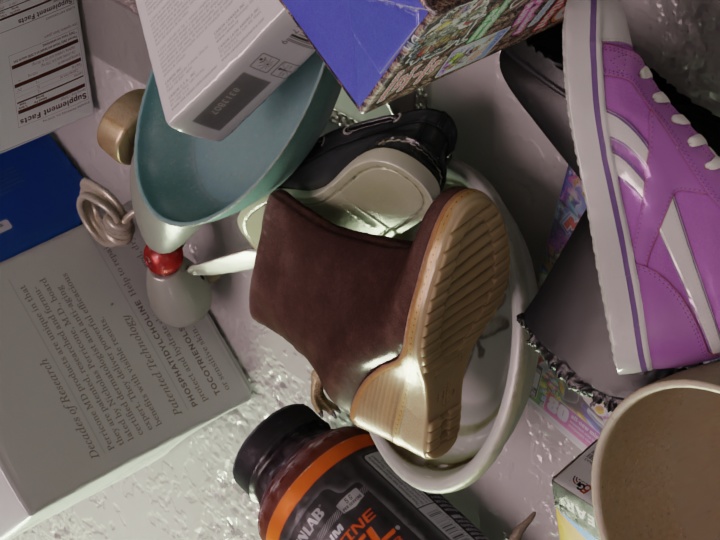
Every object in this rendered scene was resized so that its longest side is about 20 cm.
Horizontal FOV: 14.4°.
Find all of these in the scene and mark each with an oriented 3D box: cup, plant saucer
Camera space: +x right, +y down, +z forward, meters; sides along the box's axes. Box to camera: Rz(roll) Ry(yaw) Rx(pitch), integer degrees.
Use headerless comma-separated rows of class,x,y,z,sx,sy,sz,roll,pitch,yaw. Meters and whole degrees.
cup,0.240,0.118,1.475,0.200,0.143,0.200,29,134,35
plant saucer,0.061,0.032,1.698,0.200,0.050,0.200,-1,89,60
plant saucer,-0.065,-0.114,1.729,0.200,0.036,0.200,-34,43,40

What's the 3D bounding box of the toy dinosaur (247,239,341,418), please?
toy dinosaur,0.006,0.046,1.819,0.200,0.058,0.101,30,119,27

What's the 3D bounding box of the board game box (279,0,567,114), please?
board game box,0.046,-0.199,1.465,0.160,0.200,0.097,55,145,12

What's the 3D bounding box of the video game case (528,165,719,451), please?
video game case,0.158,0.037,1.637,0.143,0.018,0.200,41,139,29

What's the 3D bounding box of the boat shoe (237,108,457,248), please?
boat shoe,-0.005,-0.054,1.706,0.074,0.066,0.199,37,152,-12

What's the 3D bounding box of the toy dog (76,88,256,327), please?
toy dog,-0.108,-0.051,1.879,0.132,0.096,0.200,53,159,9

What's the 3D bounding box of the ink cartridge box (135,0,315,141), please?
ink cartridge box,-0.072,-0.203,1.693,0.163,0.057,0.200,-42,46,33

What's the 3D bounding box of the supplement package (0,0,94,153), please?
supplement package,-0.309,-0.196,1.966,0.191,0.147,0.200,20,126,44

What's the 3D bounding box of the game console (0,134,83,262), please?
game console,-0.319,-0.040,2.034,0.171,0.200,0.118,52,145,15

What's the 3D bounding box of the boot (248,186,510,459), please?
boot,0.000,0.000,1.633,0.166,0.072,0.200,40,138,30

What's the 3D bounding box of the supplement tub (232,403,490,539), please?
supplement tub,0.006,0.174,1.842,0.200,0.107,0.107,41,140,27

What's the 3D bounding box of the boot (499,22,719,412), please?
boot,0.131,-0.027,1.550,0.198,0.073,0.163,36,119,24

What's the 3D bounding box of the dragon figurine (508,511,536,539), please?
dragon figurine,0.113,0.244,1.774,0.059,0.099,0.200,-15,96,12

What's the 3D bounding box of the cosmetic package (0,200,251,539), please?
cosmetic package,-0.222,0.080,1.989,0.166,0.200,0.167,60,146,3

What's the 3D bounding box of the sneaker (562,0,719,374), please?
sneaker,0.168,-0.054,1.453,0.073,0.114,0.201,-3,-98,-82

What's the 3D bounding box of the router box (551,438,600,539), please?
router box,0.204,0.201,1.633,0.200,0.051,0.149,32,148,37
